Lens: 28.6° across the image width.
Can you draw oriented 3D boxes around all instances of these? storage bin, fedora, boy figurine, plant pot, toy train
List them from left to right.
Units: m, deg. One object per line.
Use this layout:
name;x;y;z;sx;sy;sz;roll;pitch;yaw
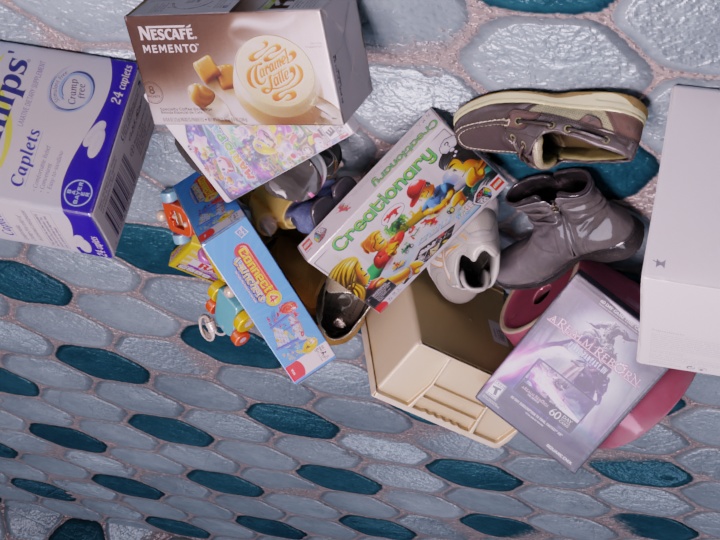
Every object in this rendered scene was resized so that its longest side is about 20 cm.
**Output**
toy train;-0.177;-0.008;1.734;0.150;0.055;0.201;12;123;54
boy figurine;-0.073;-0.086;1.555;0.200;0.124;0.065;24;150;51
fedora;-0.053;-0.005;1.714;0.200;0.082;0.201;25;136;26
storage bin;0.107;0.088;1.702;0.198;0.201;0.094;26;120;-25
plant pot;0.268;0.075;1.639;0.179;0.201;0.200;40;149;-17

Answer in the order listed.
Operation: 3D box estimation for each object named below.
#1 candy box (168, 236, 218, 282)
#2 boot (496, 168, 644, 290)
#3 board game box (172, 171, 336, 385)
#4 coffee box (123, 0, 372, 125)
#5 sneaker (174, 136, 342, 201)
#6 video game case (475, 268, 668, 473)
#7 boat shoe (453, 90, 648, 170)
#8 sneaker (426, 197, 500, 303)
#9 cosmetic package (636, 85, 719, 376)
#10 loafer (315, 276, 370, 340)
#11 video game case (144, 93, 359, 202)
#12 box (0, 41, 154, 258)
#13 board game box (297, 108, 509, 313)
candy box;-0.151;0.005;1.898;0.199;0.027;0.102;22;152;-18
boot;0.197;-0.052;1.540;0.199;0.070;0.131;-23;136;38
board game box;-0.119;0.000;1.563;0.201;0.056;0.196;58;177;-27
coffee box;-0.101;-0.199;1.290;0.199;0.080;0.115;4;123;23
sneaker;-0.108;-0.133;1.501;0.199;0.086;0.081;27;124;21
video game case;0.239;0.114;1.559;0.143;0.019;0.200;37;119;3
boat shoe;0.175;-0.131;1.356;0.199;0.065;0.073;-2;153;34
sneaker;0.118;-0.002;1.585;0.075;0.092;0.200;-6;150;-4
cosmetic package;0.333;-0.032;1.321;0.122;0.200;0.200;8;157;15
loafer;0.000;0.000;1.577;0.075;0.068;0.201;12;125;-8
video game case;-0.111;-0.159;1.400;0.199;0.018;0.143;-24;110;42
box;-0.339;-0.131;1.497;0.199;0.185;0.105;9;158;10
board game box;0.046;-0.059;1.470;0.126;0.200;0.035;35;-167;-41
